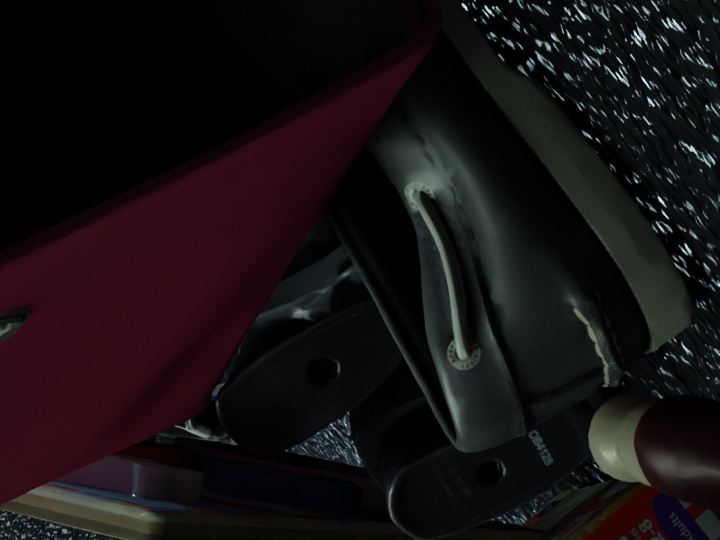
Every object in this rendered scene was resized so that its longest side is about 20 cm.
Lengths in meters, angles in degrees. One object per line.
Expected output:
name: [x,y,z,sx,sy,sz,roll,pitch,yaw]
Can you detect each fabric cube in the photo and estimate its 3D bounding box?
fabric cube: [-0.135,-0.045,0.591,0.200,0.196,0.199,58,155,12]

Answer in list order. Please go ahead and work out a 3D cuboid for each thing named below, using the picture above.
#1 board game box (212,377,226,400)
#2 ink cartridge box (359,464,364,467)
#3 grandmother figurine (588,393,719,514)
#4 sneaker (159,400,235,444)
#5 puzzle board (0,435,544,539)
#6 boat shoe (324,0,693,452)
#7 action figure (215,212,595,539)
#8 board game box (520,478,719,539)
board game box: [-0.084,-0.061,0.864,0.200,0.062,0.200,8,-117,-78]
ink cartridge box: [-0.023,0.165,0.852,0.084,0.200,0.145,52,173,-26]
grandmother figurine: [0.096,0.054,0.540,0.121,0.061,0.200,22,166,4]
sneaker: [-0.062,0.021,0.993,0.082,0.077,0.200,40,-148,20]
puzzle board: [-0.073,0.050,0.797,0.200,0.017,0.151,9,-178,40]
boat shoe: [-0.014,-0.048,0.650,0.200,0.063,0.073,50,173,9]
action figure: [0.000,0.000,0.792,0.130,0.069,0.200,47,-171,-23]
board game box: [0.104,0.130,0.865,0.152,0.046,0.200,51,173,3]
